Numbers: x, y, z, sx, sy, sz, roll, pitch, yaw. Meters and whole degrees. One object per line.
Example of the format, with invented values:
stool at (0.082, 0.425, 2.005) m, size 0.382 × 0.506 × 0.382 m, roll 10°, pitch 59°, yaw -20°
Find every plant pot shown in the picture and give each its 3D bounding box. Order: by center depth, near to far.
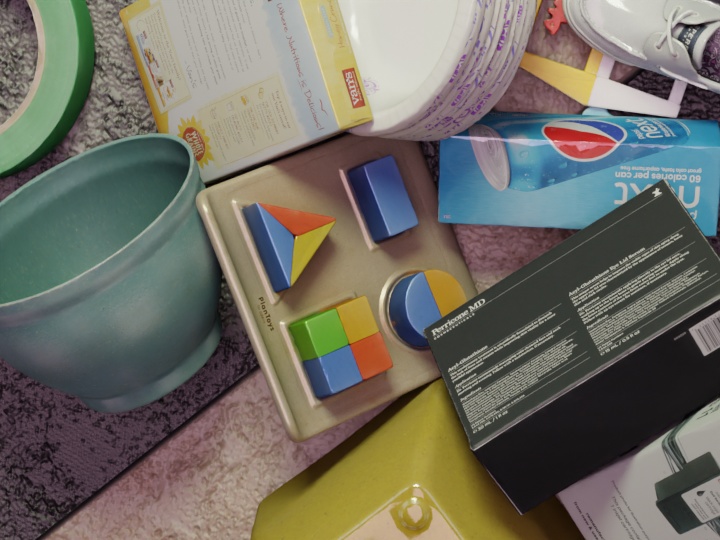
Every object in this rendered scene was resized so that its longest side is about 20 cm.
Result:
plant pot at (0.040, 0.207, 1.283) m, size 0.195 × 0.200 × 0.195 m, roll -37°, pitch 89°, yaw 7°
plant pot at (-0.179, 0.015, 1.314) m, size 0.199 × 0.201 × 0.135 m, roll -23°, pitch 118°, yaw 8°

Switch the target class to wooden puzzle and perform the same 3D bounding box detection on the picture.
wooden puzzle at (0.000, 0.000, 1.291) m, size 0.199 × 0.046 × 0.187 m, roll -23°, pitch 92°, yaw -33°

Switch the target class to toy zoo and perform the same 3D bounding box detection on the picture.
toy zoo at (0.190, -0.197, 1.325) m, size 0.130 × 0.020 × 0.202 m, roll 20°, pitch 96°, yaw 5°

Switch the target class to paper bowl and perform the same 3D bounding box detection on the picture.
paper bowl at (0.044, -0.190, 1.274) m, size 0.200 × 0.104 × 0.203 m, roll -3°, pitch 86°, yaw 47°

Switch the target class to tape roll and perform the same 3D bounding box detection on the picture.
tape roll at (-0.300, -0.166, 1.373) m, size 0.198 × 0.048 × 0.203 m, roll 0°, pitch 94°, yaw 7°

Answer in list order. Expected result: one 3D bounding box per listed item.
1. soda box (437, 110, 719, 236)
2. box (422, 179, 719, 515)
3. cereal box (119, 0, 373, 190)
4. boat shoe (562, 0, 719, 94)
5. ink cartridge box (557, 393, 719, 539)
soda box at (0.155, -0.071, 1.309) m, size 0.198 × 0.064 × 0.068 m, roll 3°, pitch 113°, yaw 6°
box at (0.156, 0.049, 1.227) m, size 0.199 × 0.142 × 0.079 m, roll -32°, pitch 126°, yaw 8°
cereal box at (-0.084, -0.147, 1.294) m, size 0.199 × 0.039 × 0.145 m, roll -15°, pitch 93°, yaw 49°
boat shoe at (0.235, -0.158, 1.277) m, size 0.199 × 0.069 × 0.072 m, roll 29°, pitch 97°, yaw 3°
ink cartridge box at (0.252, 0.119, 1.231) m, size 0.200 × 0.146 × 0.083 m, roll -34°, pitch 89°, yaw 47°
